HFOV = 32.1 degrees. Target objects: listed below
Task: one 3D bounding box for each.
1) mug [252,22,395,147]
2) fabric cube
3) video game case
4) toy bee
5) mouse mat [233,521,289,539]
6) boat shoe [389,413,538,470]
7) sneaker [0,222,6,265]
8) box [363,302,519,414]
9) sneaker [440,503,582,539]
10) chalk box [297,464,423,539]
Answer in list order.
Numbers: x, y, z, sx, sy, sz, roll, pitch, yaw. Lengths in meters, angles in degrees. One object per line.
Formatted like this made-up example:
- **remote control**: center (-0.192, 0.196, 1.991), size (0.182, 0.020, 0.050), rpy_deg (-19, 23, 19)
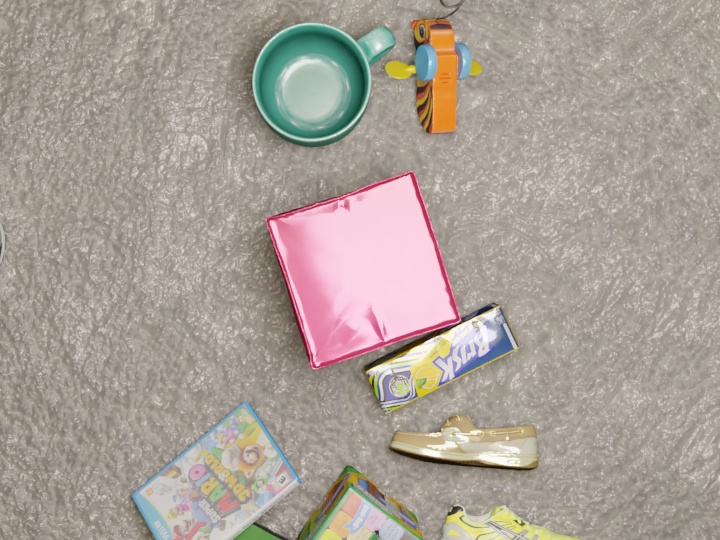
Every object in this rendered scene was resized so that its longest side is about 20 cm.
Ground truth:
- **mug**: center (-0.047, -0.238, 1.632), size (0.183, 0.114, 0.154), rpy_deg (0, 90, -2)
- **fabric cube**: center (0.000, 0.000, 1.592), size (0.198, 0.199, 0.198), rpy_deg (-17, 92, -1)
- **video game case**: center (-0.191, 0.286, 1.641), size (0.200, 0.018, 0.143), rpy_deg (-39, 57, 0)
- **toy bee**: center (0.105, -0.288, 1.653), size (0.130, 0.109, 0.201), rpy_deg (16, 106, -27)
- **mouse mat**: center (-0.150, 0.403, 1.610), size (0.007, 0.199, 0.163), rpy_deg (12, 91, -38)
- **boat shoe**: center (0.138, 0.225, 1.664), size (0.198, 0.074, 0.067), rpy_deg (6, 77, -3)
- **sneaker**: center (-0.515, -0.087, 1.642), size (0.073, 0.079, 0.202), rpy_deg (-7, 92, -3)
- **box**: center (0.106, 0.115, 1.657), size (0.199, 0.070, 0.065), rpy_deg (-27, 93, -1)
- **sneaker**: center (0.205, 0.354, 1.659), size (0.198, 0.075, 0.077), rpy_deg (4, 91, -3)
- **chalk box**: center (-0.002, 0.347, 1.591), size (0.124, 0.200, 0.125), rpy_deg (37, 89, -1)
